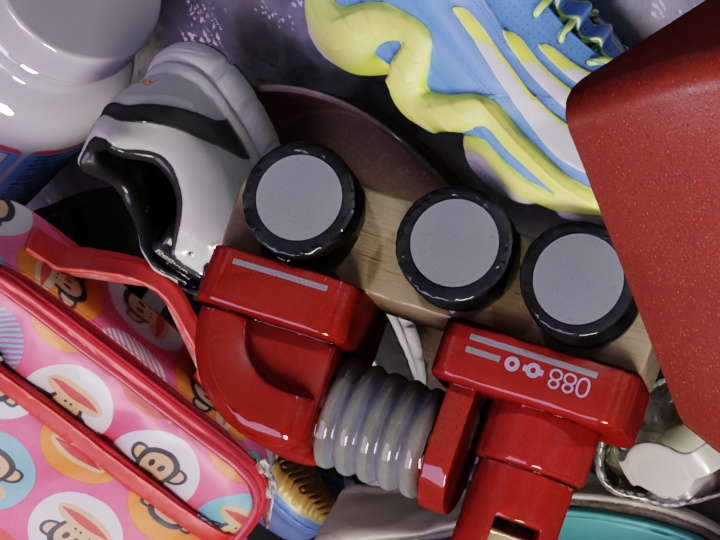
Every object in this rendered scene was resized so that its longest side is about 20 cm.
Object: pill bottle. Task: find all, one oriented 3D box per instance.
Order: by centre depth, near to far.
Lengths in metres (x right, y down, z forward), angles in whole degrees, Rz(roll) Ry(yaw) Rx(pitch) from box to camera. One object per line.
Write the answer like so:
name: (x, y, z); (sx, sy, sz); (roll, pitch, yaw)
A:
pill bottle: (-0.174, -0.091, 1.146); (0.109, 0.109, 0.200); (53, 140, -1)

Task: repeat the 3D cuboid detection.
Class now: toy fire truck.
toy fire truck: (0.016, 0.073, 0.970); (0.176, 0.200, 0.129); (17, 172, 13)

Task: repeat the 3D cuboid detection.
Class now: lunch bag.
lunch bag: (-0.136, 0.065, 1.095); (0.200, 0.082, 0.176); (38, 117, -14)

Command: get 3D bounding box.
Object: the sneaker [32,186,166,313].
sneaker: (-0.179, 0.008, 1.143); (0.200, 0.112, 0.073); (-26, 65, 39)

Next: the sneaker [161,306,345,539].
sneaker: (-0.092, 0.076, 1.197); (0.200, 0.075, 0.088); (42, 106, 25)

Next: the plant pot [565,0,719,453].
plant pot: (0.187, -0.029, 0.789); (0.176, 0.200, 0.200); (4, 121, 55)

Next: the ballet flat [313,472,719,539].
ballet flat: (0.075, 0.117, 1.084); (0.200, 0.070, 0.070); (-2, 119, 17)

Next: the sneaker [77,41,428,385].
sneaker: (-0.049, 0.001, 1.062); (0.200, 0.080, 0.074); (53, 139, -3)

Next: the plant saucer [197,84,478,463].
plant saucer: (0.000, 0.000, 1.101); (0.200, 0.037, 0.201); (25, 134, 29)

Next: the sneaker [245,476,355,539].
sneaker: (-0.088, 0.116, 1.236); (0.200, 0.082, 0.073); (17, 132, 38)

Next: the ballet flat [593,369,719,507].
ballet flat: (0.164, 0.057, 0.959); (0.200, 0.072, 0.072); (-25, 100, 50)

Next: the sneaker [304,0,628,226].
sneaker: (0.058, -0.096, 0.943); (0.200, 0.076, 0.105); (30, 135, 27)
